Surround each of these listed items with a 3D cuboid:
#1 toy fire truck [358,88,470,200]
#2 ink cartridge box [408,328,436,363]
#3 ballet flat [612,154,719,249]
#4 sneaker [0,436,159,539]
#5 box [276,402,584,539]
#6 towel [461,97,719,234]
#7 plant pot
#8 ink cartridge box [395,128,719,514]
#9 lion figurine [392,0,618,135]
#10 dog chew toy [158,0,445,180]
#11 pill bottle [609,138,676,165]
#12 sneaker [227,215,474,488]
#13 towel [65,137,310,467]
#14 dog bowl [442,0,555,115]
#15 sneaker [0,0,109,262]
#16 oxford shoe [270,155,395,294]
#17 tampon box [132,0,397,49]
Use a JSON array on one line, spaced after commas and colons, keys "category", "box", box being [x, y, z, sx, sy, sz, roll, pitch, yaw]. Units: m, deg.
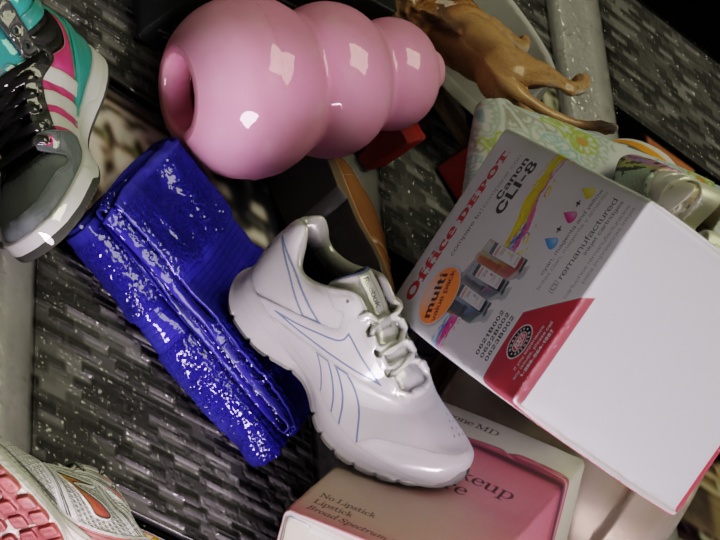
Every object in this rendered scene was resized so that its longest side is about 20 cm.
[{"category": "toy fire truck", "box": [0.030, -0.136, 1.977, 0.201, 0.049, 0.141, 61, 31, 5]}, {"category": "ink cartridge box", "box": [0.116, 0.084, 1.914, 0.200, 0.044, 0.094, 47, 32, -17]}, {"category": "ballet flat", "box": [0.215, -0.012, 1.717, 0.069, 0.071, 0.201, 13, 48, -22]}, {"category": "sneaker", "box": [-0.180, 0.139, 1.438, 0.200, 0.078, 0.082, 47, 28, -35]}, {"category": "box", "box": [0.040, 0.177, 1.618, 0.127, 0.109, 0.200, 21, 27, 18]}, {"category": "towel", "box": [0.160, -0.019, 1.776, 0.199, 0.048, 0.172, 20, 45, -13]}, {"category": "plant pot", "box": [0.120, 0.122, 1.780, 0.173, 0.200, 0.200, 33, 36, -7]}, {"category": "ink cartridge box", "box": [0.139, 0.027, 1.587, 0.144, 0.146, 0.200, 34, 0, -26]}, {"category": "lion figurine", "box": [0.091, -0.151, 1.866, 0.122, 0.073, 0.200, 26, 3, -38]}, {"category": "dog chew toy", "box": [-0.034, -0.129, 1.767, 0.199, 0.125, 0.125, -8, 67, -27]}, {"category": "pill bottle", "box": [0.149, -0.022, 1.891, 0.200, 0.116, 0.117, -23, 83, -49]}, {"category": "sneaker", "box": [-0.001, 0.051, 1.601, 0.200, 0.087, 0.074, 46, 38, 18]}, {"category": "towel", "box": [-0.091, 0.015, 1.679, 0.200, 0.049, 0.148, 52, 33, -11]}, {"category": "dog bowl", "box": [0.076, -0.199, 2.032, 0.200, 0.059, 0.200, 45, 17, -17]}, {"category": "sneaker", "box": [-0.214, -0.104, 1.572, 0.121, 0.083, 0.200, 45, 26, -30]}, {"category": "oxford shoe", "box": [0.000, 0.000, 1.803, 0.071, 0.071, 0.201, 22, 46, -50]}, {"category": "tampon box", "box": [-0.082, -0.255, 1.847, 0.150, 0.126, 0.201, 22, 46, -45]}]
